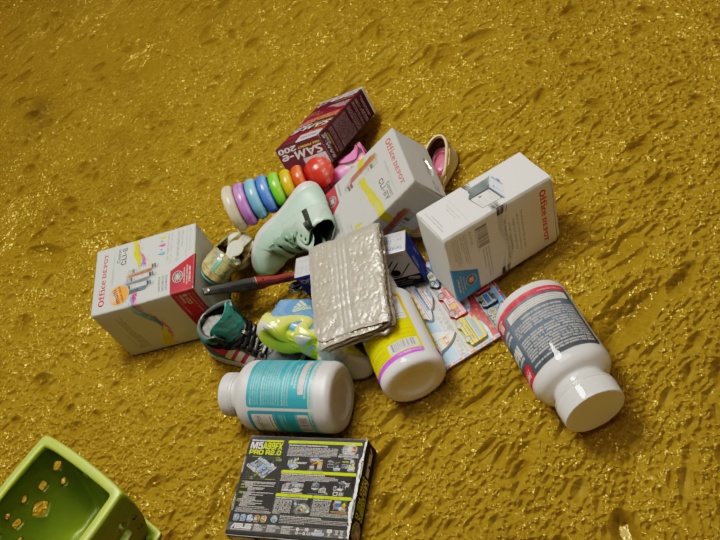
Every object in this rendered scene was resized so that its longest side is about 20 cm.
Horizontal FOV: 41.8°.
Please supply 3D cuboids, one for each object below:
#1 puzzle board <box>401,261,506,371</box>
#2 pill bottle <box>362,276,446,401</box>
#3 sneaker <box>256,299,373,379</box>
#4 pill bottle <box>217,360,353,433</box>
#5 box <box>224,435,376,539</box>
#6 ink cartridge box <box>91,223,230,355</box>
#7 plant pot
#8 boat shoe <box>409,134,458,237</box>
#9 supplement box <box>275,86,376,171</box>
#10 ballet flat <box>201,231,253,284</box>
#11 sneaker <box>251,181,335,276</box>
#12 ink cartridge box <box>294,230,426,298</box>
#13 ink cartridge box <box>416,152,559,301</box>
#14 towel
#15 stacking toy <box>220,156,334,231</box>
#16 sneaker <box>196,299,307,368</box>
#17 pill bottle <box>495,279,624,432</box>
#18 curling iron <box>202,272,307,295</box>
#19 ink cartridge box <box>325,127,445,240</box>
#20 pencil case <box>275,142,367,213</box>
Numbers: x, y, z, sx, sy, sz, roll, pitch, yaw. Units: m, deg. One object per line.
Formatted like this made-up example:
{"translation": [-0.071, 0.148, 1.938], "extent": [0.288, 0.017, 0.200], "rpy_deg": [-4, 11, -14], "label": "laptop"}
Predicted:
{"translation": [0.148, 0.053, 1.514], "extent": [0.150, 0.017, 0.200], "rpy_deg": [-31, 49, -1], "label": "puzzle board"}
{"translation": [0.052, 0.097, 1.465], "extent": [0.104, 0.104, 0.200], "rpy_deg": [-27, 49, 3], "label": "pill bottle"}
{"translation": [-0.061, 0.098, 1.512], "extent": [0.199, 0.076, 0.105], "rpy_deg": [22, 46, 3], "label": "sneaker"}
{"translation": [-0.118, 0.194, 1.463], "extent": [0.199, 0.111, 0.111], "rpy_deg": [-1, 55, 22], "label": "pill bottle"}
{"translation": [-0.087, 0.328, 1.394], "extent": [0.199, 0.044, 0.161], "rpy_deg": [-3, 54, 22], "label": "box"}
{"translation": [-0.349, 0.036, 1.659], "extent": [0.199, 0.145, 0.146], "rpy_deg": [-16, 52, 13], "label": "ink cartridge box"}
{"translation": [-0.428, 0.399, 1.399], "extent": [0.198, 0.182, 0.200], "rpy_deg": [24, 67, 34], "label": "plant pot"}
{"translation": [0.113, -0.152, 1.646], "extent": [0.073, 0.069, 0.201], "rpy_deg": [5, 57, 26], "label": "boat shoe"}
{"translation": [-0.062, -0.259, 1.750], "extent": [0.108, 0.061, 0.200], "rpy_deg": [-14, 27, 35], "label": "supplement box"}
{"translation": [-0.221, -0.034, 1.653], "extent": [0.070, 0.071, 0.200], "rpy_deg": [-13, 15, 14], "label": "ballet flat"}
{"translation": [-0.117, -0.043, 1.617], "extent": [0.201, 0.073, 0.118], "rpy_deg": [-55, 41, 25], "label": "sneaker"}
{"translation": [0.000, 0.000, 1.556], "extent": [0.199, 0.094, 0.044], "rpy_deg": [-14, 50, 21], "label": "ink cartridge box"}
{"translation": [0.202, -0.068, 1.479], "extent": [0.199, 0.147, 0.086], "rpy_deg": [-32, 47, -12], "label": "ink cartridge box"}
{"translation": [-0.014, 0.026, 1.461], "extent": [0.132, 0.034, 0.201], "rpy_deg": [-20, 53, 20], "label": "towel"}
{"translation": [-0.140, -0.145, 1.654], "extent": [0.199, 0.086, 0.086], "rpy_deg": [-24, 49, 3], "label": "stacking toy"}
{"translation": [-0.191, 0.106, 1.554], "extent": [0.199, 0.121, 0.084], "rpy_deg": [7, 59, 27], "label": "sneaker"}
{"translation": [0.284, 0.122, 1.335], "extent": [0.119, 0.120, 0.200], "rpy_deg": [-28, 49, 2], "label": "pill bottle"}
{"translation": [-0.169, 0.024, 1.601], "extent": [0.199, 0.026, 0.050], "rpy_deg": [-3, 27, -21], "label": "curling iron"}
{"translation": [0.033, -0.119, 1.597], "extent": [0.200, 0.083, 0.146], "rpy_deg": [-43, 43, 25], "label": "ink cartridge box"}
{"translation": [-0.067, -0.157, 1.719], "extent": [0.199, 0.091, 0.094], "rpy_deg": [-25, 56, 7], "label": "pencil case"}
